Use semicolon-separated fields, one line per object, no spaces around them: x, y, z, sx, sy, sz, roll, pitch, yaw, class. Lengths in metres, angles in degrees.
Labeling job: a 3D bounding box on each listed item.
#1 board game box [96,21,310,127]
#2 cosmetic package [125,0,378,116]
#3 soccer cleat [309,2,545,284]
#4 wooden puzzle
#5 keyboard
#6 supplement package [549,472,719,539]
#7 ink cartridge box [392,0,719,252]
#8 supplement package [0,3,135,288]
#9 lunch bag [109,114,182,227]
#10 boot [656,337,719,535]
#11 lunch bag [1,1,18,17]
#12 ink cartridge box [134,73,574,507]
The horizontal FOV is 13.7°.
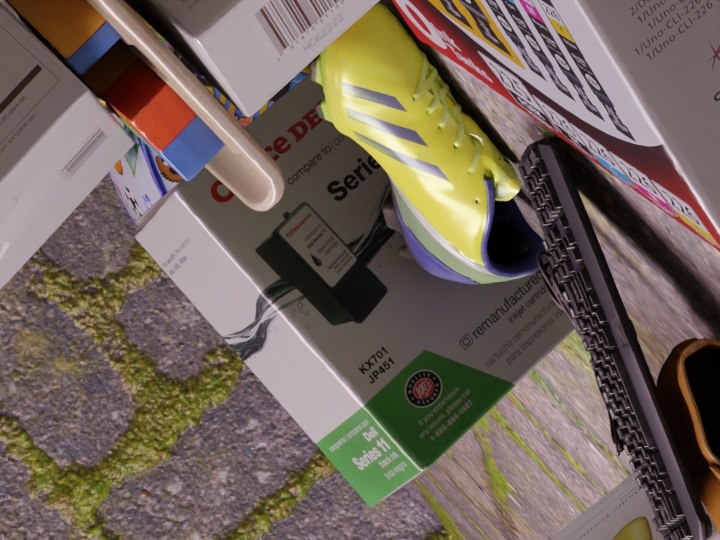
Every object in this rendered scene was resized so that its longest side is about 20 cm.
-0.105;-0.110;1.748;0.165;0.057;0.200;15;180;-11;board game box
-0.083;-0.172;1.384;0.200;0.101;0.071;45;174;35;cosmetic package
0.038;-0.065;1.476;0.084;0.065;0.200;9;147;30;soccer cleat
-0.134;-0.120;1.379;0.185;0.046;0.200;43;173;44;wooden puzzle
0.114;0.039;1.381;0.127;0.021;0.200;87;163;-79;keyboard
0.169;0.175;1.521;0.110;0.114;0.200;49;-172;-7;supplement package
0.052;-0.118;0.864;0.176;0.084;0.200;53;173;-36;ink cartridge box
-0.202;-0.050;1.354;0.111;0.156;0.200;42;178;3;supplement package
-0.129;-0.106;2.038;0.170;0.124;0.200;36;152;62;lunch bag
0.197;0.118;1.337;0.201;0.071;0.144;54;-179;4;boot
-0.349;-0.225;2.429;0.118;0.200;0.164;45;174;22;lunch bag
0.000;0.000;1.596;0.200;0.147;0.083;48;153;0;ink cartridge box
